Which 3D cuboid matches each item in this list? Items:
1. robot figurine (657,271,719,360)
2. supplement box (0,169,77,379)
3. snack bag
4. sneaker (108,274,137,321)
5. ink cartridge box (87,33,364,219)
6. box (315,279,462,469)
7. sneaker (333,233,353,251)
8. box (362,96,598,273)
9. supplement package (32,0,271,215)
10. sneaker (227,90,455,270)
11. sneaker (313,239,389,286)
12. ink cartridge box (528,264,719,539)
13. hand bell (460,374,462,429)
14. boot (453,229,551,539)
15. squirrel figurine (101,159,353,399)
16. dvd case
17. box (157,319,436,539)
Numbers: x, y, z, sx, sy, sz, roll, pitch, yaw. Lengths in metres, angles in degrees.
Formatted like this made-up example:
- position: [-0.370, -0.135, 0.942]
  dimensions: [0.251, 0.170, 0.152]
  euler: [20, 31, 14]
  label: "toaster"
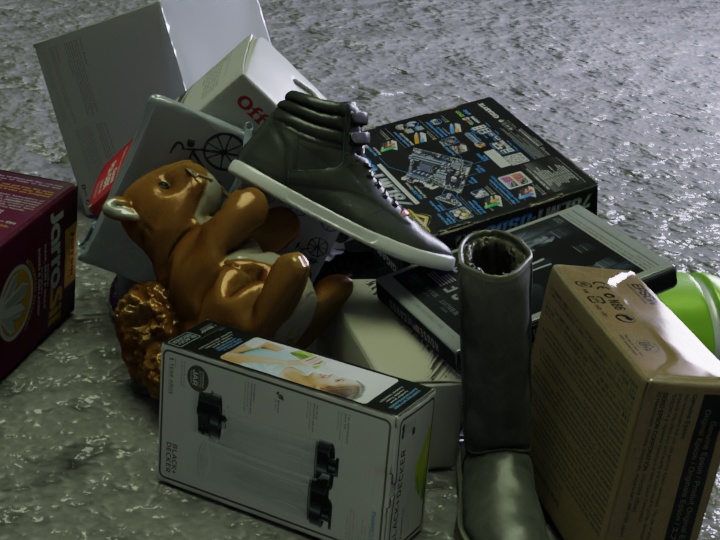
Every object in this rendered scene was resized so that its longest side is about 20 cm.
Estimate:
- position: [0.239, 0.060, 1.336]
  dimensions: [0.199, 0.116, 0.176]
  euler: [-3, 39, -12]
  label: "robot figurine"
- position: [-0.327, 0.008, 1.359]
  dimensions: [0.103, 0.131, 0.200]
  euler: [10, 24, 11]
  label: "supplement box"
- position: [-0.122, -0.043, 1.363]
  dimensions: [0.200, 0.189, 0.021]
  euler: [24, 31, -11]
  label: "snack bag"
- position: [-0.198, -0.012, 1.477]
  dimensions: [0.074, 0.088, 0.200]
  euler: [-1, 23, -12]
  label: "sneaker"
- position: [-0.116, -0.085, 1.400]
  dimensions: [0.147, 0.200, 0.083]
  euler: [42, 26, -20]
  label: "ink cartridge box"
- position: [0.020, 0.081, 1.303]
  dimensions: [0.068, 0.082, 0.200]
  euler: [-2, 25, -16]
  label: "box"
- position: [0.066, -0.022, 1.553]
  dimensions: [0.199, 0.077, 0.076]
  euler: [1, 21, -9]
  label: "sneaker"
- position: [0.081, -0.078, 1.448]
  dimensions: [0.198, 0.050, 0.200]
  euler: [-18, 36, -19]
  label: "box"
- position: [-0.200, -0.179, 1.660]
  dimensions: [0.200, 0.192, 0.147]
  euler: [-9, 11, 40]
  label: "supplement package"
- position: [0.003, -0.077, 1.290]
  dimensions: [0.200, 0.099, 0.071]
  euler: [27, 0, -5]
  label: "sneaker"
- position: [0.000, 0.000, 1.476]
  dimensions: [0.200, 0.091, 0.066]
  euler: [-6, 24, -21]
  label: "sneaker"
- position: [0.184, 0.109, 1.151]
  dimensions: [0.075, 0.165, 0.200]
  euler: [3, 23, -15]
  label: "ink cartridge box"
- position: [0.096, 0.071, 1.359]
  dimensions: [0.104, 0.104, 0.200]
  euler: [9, 35, 12]
  label: "hand bell"
- position: [0.102, 0.092, 1.131]
  dimensions: [0.072, 0.200, 0.182]
  euler: [1, 25, -12]
  label: "boot"
- position: [-0.137, 0.014, 1.285]
  dimensions: [0.187, 0.200, 0.141]
  euler: [40, 11, 17]
  label: "squirrel figurine"
- position: [0.132, 0.010, 1.296]
  dimensions: [0.200, 0.025, 0.150]
  euler: [-20, 29, -17]
  label: "dvd case"
- position: [-0.049, 0.120, 1.155]
  dimensions: [0.200, 0.117, 0.060]
  euler: [14, 23, 27]
  label: "box"
